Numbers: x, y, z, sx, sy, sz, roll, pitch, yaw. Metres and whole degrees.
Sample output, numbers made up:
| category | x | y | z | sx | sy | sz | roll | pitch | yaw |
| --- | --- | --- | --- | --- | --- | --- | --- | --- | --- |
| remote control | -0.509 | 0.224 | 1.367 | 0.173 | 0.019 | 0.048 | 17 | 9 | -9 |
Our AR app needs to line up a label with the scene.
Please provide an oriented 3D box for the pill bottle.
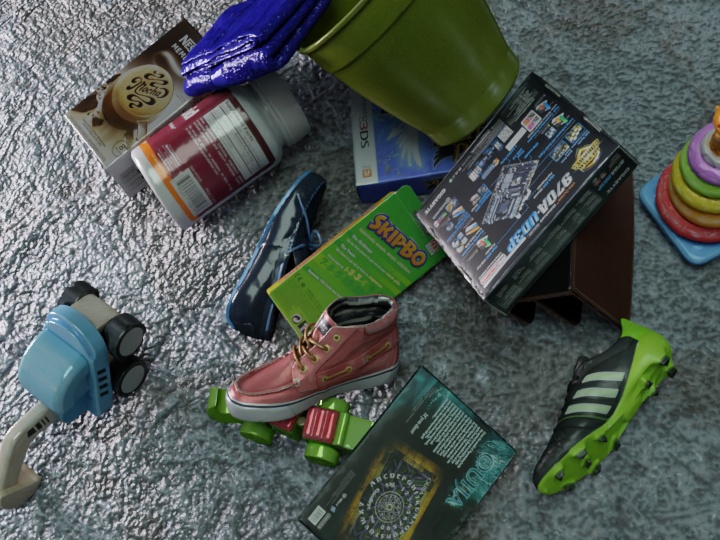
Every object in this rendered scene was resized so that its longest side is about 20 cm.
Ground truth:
| category | x | y | z | sx | sy | sz | roll | pitch | yaw |
| --- | --- | --- | --- | --- | --- | --- | --- | --- | --- |
| pill bottle | -0.166 | -0.152 | 1.111 | 0.198 | 0.115 | 0.115 | -36 | 64 | -6 |

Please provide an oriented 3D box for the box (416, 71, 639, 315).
| category | x | y | z | sx | sy | sz | roll | pitch | yaw |
| --- | --- | --- | --- | --- | --- | --- | --- | --- | --- |
| box | 0.163 | -0.082 | 0.945 | 0.201 | 0.046 | 0.160 | -51 | 43 | 14 |

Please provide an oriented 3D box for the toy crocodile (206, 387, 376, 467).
| category | x | y | z | sx | sy | sz | roll | pitch | yaw |
| --- | --- | --- | --- | --- | --- | --- | --- | --- | --- |
| toy crocodile | -0.070 | 0.159 | 0.983 | 0.196 | 0.062 | 0.069 | 14 | 69 | 16 |

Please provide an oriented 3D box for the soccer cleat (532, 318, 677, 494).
| category | x | y | z | sx | sy | sz | roll | pitch | yaw |
| --- | --- | --- | --- | --- | --- | --- | --- | --- | --- |
| soccer cleat | 0.235 | 0.139 | 0.934 | 0.200 | 0.068 | 0.081 | -48 | 46 | -6 |

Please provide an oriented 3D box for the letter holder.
| category | x | y | z | sx | sy | sz | roll | pitch | yaw |
| --- | --- | --- | --- | --- | --- | --- | --- | --- | --- |
| letter holder | 0.226 | -0.043 | 1.003 | 0.099 | 0.141 | 0.204 | -11 | 62 | 41 |

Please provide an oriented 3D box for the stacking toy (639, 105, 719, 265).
| category | x | y | z | sx | sy | sz | roll | pitch | yaw |
| --- | --- | --- | --- | --- | --- | --- | --- | --- | --- |
| stacking toy | 0.363 | -0.108 | 0.938 | 0.108 | 0.201 | 0.117 | -29 | 63 | -3 |

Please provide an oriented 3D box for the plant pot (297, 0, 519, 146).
| category | x | y | z | sx | sy | sz | roll | pitch | yaw |
| --- | --- | --- | --- | --- | --- | --- | --- | --- | --- |
| plant pot | 0.066 | -0.245 | 0.997 | 0.192 | 0.199 | 0.202 | 41 | 75 | -20 |

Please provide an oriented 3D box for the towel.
| category | x | y | z | sx | sy | sz | roll | pitch | yaw |
| --- | --- | --- | --- | --- | --- | --- | --- | --- | --- |
| towel | -0.123 | -0.275 | 1.050 | 0.198 | 0.050 | 0.149 | 0 | 54 | 52 |

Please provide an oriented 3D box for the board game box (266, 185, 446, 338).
| category | x | y | z | sx | sy | sz | roll | pitch | yaw |
| --- | --- | --- | --- | --- | --- | --- | --- | --- | --- |
| board game box | 0.000 | 0.000 | 1.031 | 0.199 | 0.030 | 0.096 | -38 | 104 | -5 |

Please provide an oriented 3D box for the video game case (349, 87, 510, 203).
| category | x | y | z | sx | sy | sz | roll | pitch | yaw |
| --- | --- | --- | --- | --- | --- | --- | --- | --- | --- |
| video game case | 0.086 | -0.185 | 1.115 | 0.195 | 0.046 | 0.185 | -8 | 66 | 8 |

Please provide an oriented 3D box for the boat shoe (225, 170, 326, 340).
| category | x | y | z | sx | sy | sz | roll | pitch | yaw |
| --- | --- | --- | --- | --- | --- | --- | --- | --- | --- |
| boat shoe | -0.081 | -0.014 | 1.064 | 0.068 | 0.084 | 0.203 | 26 | 90 | 13 |

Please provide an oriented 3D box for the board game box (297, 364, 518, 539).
| category | x | y | z | sx | sy | sz | roll | pitch | yaw |
| --- | --- | --- | --- | --- | --- | --- | --- | --- | --- |
| board game box | 0.049 | 0.218 | 0.931 | 0.135 | 0.028 | 0.201 | 41 | 78 | 5 |

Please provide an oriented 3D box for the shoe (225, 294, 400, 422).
| category | x | y | z | sx | sy | sz | roll | pitch | yaw |
| --- | --- | --- | --- | --- | --- | --- | --- | --- | --- |
| shoe | -0.048 | 0.086 | 0.958 | 0.196 | 0.093 | 0.072 | -13 | 35 | -20 |

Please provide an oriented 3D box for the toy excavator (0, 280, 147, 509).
| category | x | y | z | sx | sy | sz | roll | pitch | yaw |
| --- | --- | --- | --- | --- | --- | --- | --- | --- | --- |
| toy excavator | -0.340 | 0.141 | 1.016 | 0.099 | 0.197 | 0.199 | 31 | 47 | 22 |

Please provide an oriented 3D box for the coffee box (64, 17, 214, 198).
| category | x | y | z | sx | sy | sz | roll | pitch | yaw |
| --- | --- | --- | --- | --- | --- | --- | --- | --- | --- |
| coffee box | -0.258 | -0.207 | 1.173 | 0.199 | 0.080 | 0.113 | -41 | 65 | -8 |
